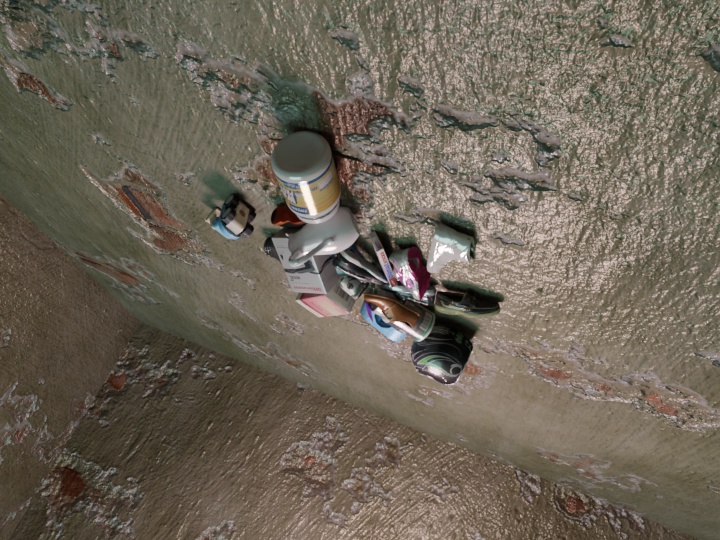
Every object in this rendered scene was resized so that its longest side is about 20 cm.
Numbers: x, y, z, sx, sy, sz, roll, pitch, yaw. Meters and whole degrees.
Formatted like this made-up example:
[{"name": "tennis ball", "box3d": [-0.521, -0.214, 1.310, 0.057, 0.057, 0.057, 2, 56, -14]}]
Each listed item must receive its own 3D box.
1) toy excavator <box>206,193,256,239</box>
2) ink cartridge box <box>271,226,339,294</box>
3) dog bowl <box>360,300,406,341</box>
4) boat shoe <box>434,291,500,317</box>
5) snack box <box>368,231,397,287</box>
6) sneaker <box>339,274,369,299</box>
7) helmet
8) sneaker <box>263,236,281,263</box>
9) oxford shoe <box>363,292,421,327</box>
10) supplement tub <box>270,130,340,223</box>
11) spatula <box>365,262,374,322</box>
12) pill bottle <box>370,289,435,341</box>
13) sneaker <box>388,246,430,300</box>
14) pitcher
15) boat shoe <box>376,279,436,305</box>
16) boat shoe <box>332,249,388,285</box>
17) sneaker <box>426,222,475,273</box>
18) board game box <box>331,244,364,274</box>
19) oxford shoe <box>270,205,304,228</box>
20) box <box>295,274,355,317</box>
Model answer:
[{"name": "toy excavator", "box3d": [-0.436, -0.161, 1.821, 0.199, 0.196, 0.100, -29, 128, 26]}, {"name": "ink cartridge box", "box3d": [-0.166, -0.033, 1.739, 0.143, 0.084, 0.202, 2, 124, 35]}, {"name": "dog bowl", "box3d": [0.083, 0.172, 1.972, 0.199, 0.050, 0.111, 37, -158, 8]}, {"name": "boat shoe", "box3d": [0.316, 0.096, 1.690, 0.198, 0.073, 0.066, 1, 113, 20]}, {"name": "snack box", "box3d": [0.068, -0.030, 1.674, 0.024, 0.072, 0.201, -25, 144, 0]}, {"name": "sneaker", "box3d": [-0.024, 0.046, 1.876, 0.088, 0.074, 0.200, 37, 178, 5]}, {"name": "helmet", "box3d": [0.271, 0.279, 1.950, 0.189, 0.201, 0.200, 25, 156, 7]}, {"name": "sneaker", "box3d": [-0.267, -0.048, 1.951, 0.098, 0.071, 0.201, 14, 147, 25]}, {"name": "oxford shoe", "box3d": [0.093, 0.123, 1.782, 0.198, 0.072, 0.071, 24, 171, -11]}, {"name": "supplement tub", "box3d": [-0.126, -0.221, 1.380, 0.143, 0.146, 0.201, 16, 154, 18]}, {"name": "spatula", "box3d": [0.034, 0.069, 1.825, 0.020, 0.202, 0.057, -2, -158, -18]}, {"name": "pill bottle", "box3d": [0.141, 0.142, 1.890, 0.199, 0.114, 0.113, 32, 154, -15]}, {"name": "sneaker", "box3d": [0.143, 0.005, 1.662, 0.088, 0.082, 0.201, 11, 140, 36]}, {"name": "pitcher", "box3d": [-0.105, -0.084, 1.541, 0.198, 0.172, 0.122, -23, 119, 8]}, {"name": "boat shoe", "box3d": [0.142, 0.070, 1.782, 0.198, 0.070, 0.067, 8, 110, 20]}, {"name": "boat shoe", "box3d": [0.000, 0.000, 1.723, 0.199, 0.060, 0.076, 33, -162, -28]}, {"name": "sneaker", "box3d": [0.242, -0.036, 1.493, 0.115, 0.074, 0.201, 22, 154, 12]}, {"name": "board game box", "box3d": [-0.093, -0.049, 1.808, 0.198, 0.047, 0.151, 7, 150, 34]}, {"name": "oxford shoe", "box3d": [-0.180, -0.162, 1.663, 0.072, 0.072, 0.199, 18, 169, -40]}, {"name": "box", "box3d": [-0.118, 0.086, 2.022, 0.128, 0.110, 0.199, 37, 152, -26]}]
